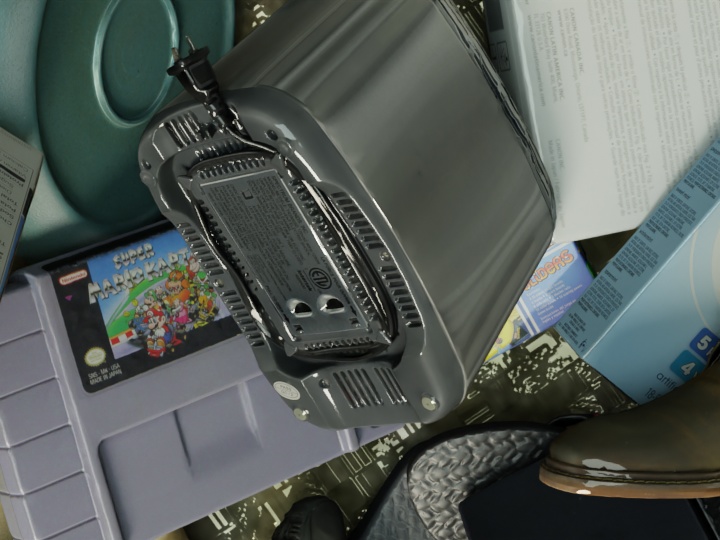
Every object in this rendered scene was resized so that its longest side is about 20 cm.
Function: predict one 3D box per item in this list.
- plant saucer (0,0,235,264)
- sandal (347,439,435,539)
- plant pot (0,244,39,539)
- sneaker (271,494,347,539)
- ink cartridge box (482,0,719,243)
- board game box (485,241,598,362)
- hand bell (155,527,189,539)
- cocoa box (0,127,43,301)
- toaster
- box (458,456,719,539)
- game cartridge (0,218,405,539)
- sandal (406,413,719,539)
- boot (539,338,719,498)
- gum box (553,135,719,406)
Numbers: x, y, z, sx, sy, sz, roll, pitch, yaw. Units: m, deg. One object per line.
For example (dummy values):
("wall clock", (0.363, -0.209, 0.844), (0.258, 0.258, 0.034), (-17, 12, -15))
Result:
("plant saucer", (-0.106, -0.097, 0.859), (0.027, 0.200, 0.202), (12, 101, 25))
("sandal", (-0.003, 0.171, 0.981), (0.076, 0.043, 0.200), (43, 91, -10))
("plant pot", (-0.216, 0.042, 0.913), (0.186, 0.188, 0.202), (-5, 111, 6))
("sneaker", (-0.003, 0.206, 0.925), (0.090, 0.076, 0.202), (-4, 90, -14))
("ink cartridge box", (0.159, -0.109, 0.911), (0.198, 0.050, 0.164), (-11, 94, -15))
("board game box", (0.000, 0.000, 0.948), (0.199, 0.034, 0.136), (-29, 97, 8))
("hand bell", (-0.120, 0.090, 0.905), (0.103, 0.104, 0.201), (-6, 121, 6))
("cocoa box", (-0.228, 0.026, 0.737), (0.133, 0.132, 0.200), (29, 115, -17))
("toaster", (-0.003, -0.039, 0.834), (0.113, 0.129, 0.201), (-10, 120, 44))
("box", (0.137, 0.194, 0.883), (0.104, 0.148, 0.201), (-25, 116, 4))
("game cartridge", (-0.075, 0.042, 0.866), (0.199, 0.038, 0.131), (-21, 105, -34))
("sandal", (0.116, 0.102, 0.950), (0.198, 0.045, 0.076), (-2, 109, -14))
("boot", (0.164, 0.036, 0.835), (0.198, 0.075, 0.098), (-10, 103, -21))
("gum box", (0.215, 0.004, 0.892), (0.170, 0.045, 0.200), (37, 98, -23))
